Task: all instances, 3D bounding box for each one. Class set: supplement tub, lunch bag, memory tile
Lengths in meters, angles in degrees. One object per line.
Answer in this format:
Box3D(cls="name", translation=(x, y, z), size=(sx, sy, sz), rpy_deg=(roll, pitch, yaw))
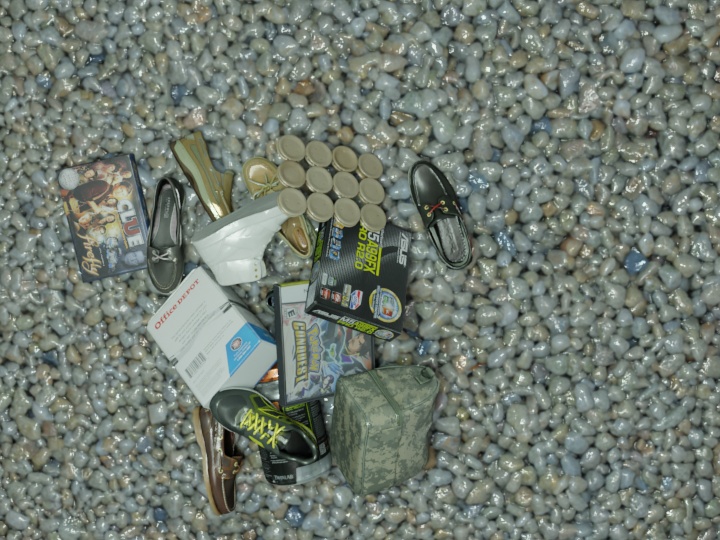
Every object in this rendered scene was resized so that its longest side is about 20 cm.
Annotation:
Box3D(cls="supplement tub", translation=(-0.125, 0.257, 1.452), size=(0.122, 0.123, 0.202), rpy_deg=(-11, 95, 2))
Box3D(cls="lunch bag", translation=(0.048, 0.262, 1.412), size=(0.167, 0.139, 0.201), rpy_deg=(-11, 127, -22))
Box3D(cls="memory tile", translation=(-0.048, -0.144, 1.394), size=(0.199, 0.017, 0.154), rpy_deg=(9, 63, -27))

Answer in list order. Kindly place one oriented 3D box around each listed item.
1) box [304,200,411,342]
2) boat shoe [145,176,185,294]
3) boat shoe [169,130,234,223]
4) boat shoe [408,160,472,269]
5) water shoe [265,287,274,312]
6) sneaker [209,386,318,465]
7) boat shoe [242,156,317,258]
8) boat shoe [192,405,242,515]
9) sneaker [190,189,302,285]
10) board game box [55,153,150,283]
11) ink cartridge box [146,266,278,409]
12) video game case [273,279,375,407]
Box3D(cls="box", translation=(0.000, 0.000, 1.388), size=(0.159, 0.044, 0.201), rpy_deg=(20, 57, -19))
Box3D(cls="boat shoe", translation=(-0.335, -0.063, 1.429), size=(0.066, 0.057, 0.202), rpy_deg=(-1, 75, 6))
Box3D(cls="boat shoe", translation=(-0.249, -0.148, 1.447), size=(0.076, 0.072, 0.201), rpy_deg=(-30, 94, -8))
Box3D(cls="boat shoe", translation=(0.140, -0.096, 1.446), size=(0.073, 0.063, 0.203), rpy_deg=(-22, 93, 5))
Box3D(cls="water shoe", translation=(-0.065, 0.057, 1.453), size=(0.198, 0.079, 0.072), rpy_deg=(-4, 95, 1))
Box3D(cls="sneaker", translation=(-0.145, 0.246, 1.337), size=(0.199, 0.085, 0.075), rpy_deg=(29, 82, -18))
Box3D(cls="boat shoe", translation=(-0.136, -0.110, 1.447), size=(0.073, 0.063, 0.201), rpy_deg=(-36, 93, 5))
Box3D(cls="boat shoe", translation=(-0.244, 0.332, 1.486), size=(0.070, 0.070, 0.202), rpy_deg=(-10, 95, 6))
Box3D(cls="sneaker", translation=(-0.168, -0.050, 1.405), size=(0.199, 0.074, 0.116), rpy_deg=(-26, 115, 3))
Box3D(cls="board game box", translation=(-0.440, -0.091, 1.469), size=(0.134, 0.035, 0.202), rpy_deg=(-13, 95, 2))
Box3D(cls="ink cartridge box", translation=(-0.246, 0.115, 1.414), size=(0.147, 0.086, 0.200), rpy_deg=(-48, 57, 5))
Box3D(cls="video game case", translation=(-0.057, 0.112, 1.401), size=(0.180, 0.025, 0.202), rpy_deg=(-8, 100, -33))
